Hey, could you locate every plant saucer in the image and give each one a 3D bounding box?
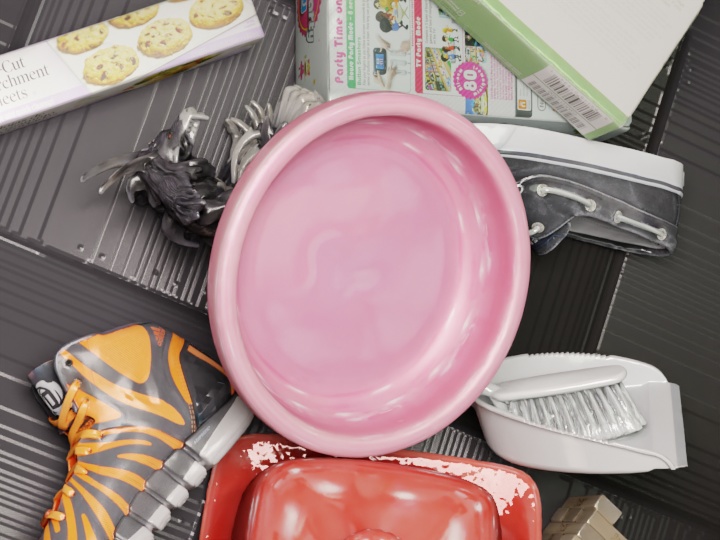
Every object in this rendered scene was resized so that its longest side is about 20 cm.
[{"bbox_3d":[0.000,0.000,1.298,0.199,0.051,0.202,-7,105,-29],"label":"plant saucer"}]

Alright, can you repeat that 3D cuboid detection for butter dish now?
[{"bbox_3d":[0.003,0.178,1.291,0.198,0.148,0.202,7,70,1],"label":"butter dish"}]

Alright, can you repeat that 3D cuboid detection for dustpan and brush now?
[{"bbox_3d":[0.089,0.077,1.395,0.198,0.140,0.058,-6,108,7],"label":"dustpan and brush"}]

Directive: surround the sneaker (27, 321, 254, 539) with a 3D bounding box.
[{"bbox_3d":[-0.158,0.111,1.313,0.112,0.078,0.200,43,60,-6],"label":"sneaker"}]

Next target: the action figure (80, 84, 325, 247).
[{"bbox_3d":[-0.056,-0.054,1.348,0.199,0.119,0.103,17,87,-27],"label":"action figure"}]

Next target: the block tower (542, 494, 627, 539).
[{"bbox_3d":[0.094,0.226,1.394,0.058,0.054,0.200,43,72,-11],"label":"block tower"}]

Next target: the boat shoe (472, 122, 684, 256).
[{"bbox_3d":[0.107,-0.044,1.429,0.199,0.072,0.068,9,78,-26],"label":"boat shoe"}]

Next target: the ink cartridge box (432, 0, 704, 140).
[{"bbox_3d":[0.147,-0.201,1.408,0.145,0.048,0.201,40,70,-12],"label":"ink cartridge box"}]

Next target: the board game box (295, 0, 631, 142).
[{"bbox_3d":[0.062,-0.158,1.428,0.198,0.064,0.149,3,81,-21],"label":"board game box"}]

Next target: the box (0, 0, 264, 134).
[{"bbox_3d":[-0.152,-0.119,1.356,0.199,0.039,0.042,-20,89,-21],"label":"box"}]
